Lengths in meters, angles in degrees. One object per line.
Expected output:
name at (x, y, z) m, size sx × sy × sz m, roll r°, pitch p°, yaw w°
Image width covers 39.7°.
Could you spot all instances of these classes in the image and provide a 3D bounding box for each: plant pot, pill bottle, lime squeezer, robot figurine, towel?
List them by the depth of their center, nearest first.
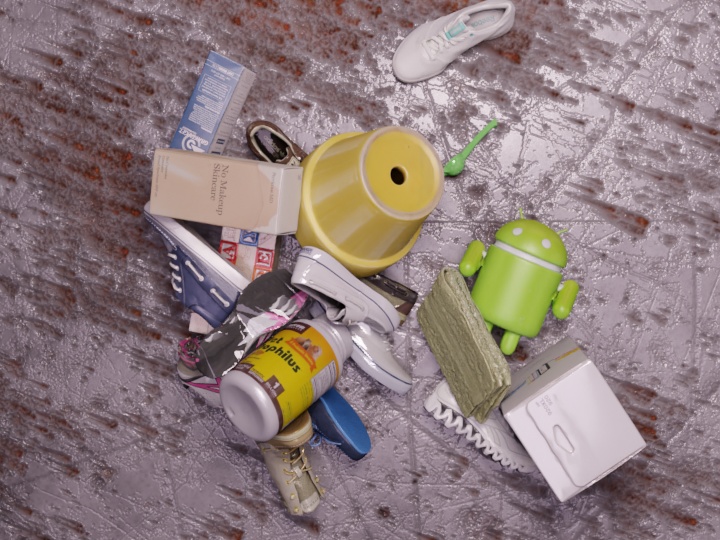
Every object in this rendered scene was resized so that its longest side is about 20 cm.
plant pot at (0.018, -0.108, 1.388) m, size 0.197 × 0.188 × 0.206 m, roll 6°, pitch 76°, yaw -22°
pill bottle at (-0.099, 0.144, 1.417) m, size 0.108 × 0.199 × 0.111 m, roll 24°, pitch 132°, yaw 30°
towel at (0.149, 0.110, 1.441) m, size 0.036 × 0.149 × 0.202 m, roll -17°, pitch 66°, yaw -25°
robot figurine at (0.229, 0.017, 1.457) m, size 0.173 × 0.116 × 0.203 m, roll 24°, pitch 96°, yaw 11°
lime squeezer at (0.113, -0.173, 1.489) m, size 0.196 × 0.038 × 0.072 m, roll -11°, pitch 94°, yaw 6°

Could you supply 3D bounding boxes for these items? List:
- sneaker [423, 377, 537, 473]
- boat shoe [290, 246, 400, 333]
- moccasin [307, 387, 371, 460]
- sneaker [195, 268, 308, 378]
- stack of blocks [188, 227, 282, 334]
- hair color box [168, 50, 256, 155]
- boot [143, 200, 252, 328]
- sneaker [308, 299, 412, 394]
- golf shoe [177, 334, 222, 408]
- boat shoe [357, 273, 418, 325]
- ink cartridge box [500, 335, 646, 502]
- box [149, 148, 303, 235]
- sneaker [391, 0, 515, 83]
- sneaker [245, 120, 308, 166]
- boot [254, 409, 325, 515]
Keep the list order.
sneaker at (0.193, 0.232, 1.505) m, size 0.198 × 0.075 × 0.082 m, roll 35°, pitch 88°, yaw 0°
boat shoe at (-0.025, 0.045, 1.417) m, size 0.199 × 0.073 × 0.066 m, roll 37°, pitch 66°, yaw -28°
moccasin at (-0.064, 0.214, 1.525) m, size 0.068 × 0.080 × 0.201 m, roll -47°, pitch 73°, yaw 21°
sneaker at (-0.162, 0.078, 1.454) m, size 0.199 × 0.086 × 0.081 m, roll -39°, pitch 83°, yaw -13°
stack of blocks at (-0.186, -0.001, 1.515) m, size 0.113 × 0.059 × 0.205 m, roll 10°, pitch 96°, yaw 4°
hair color box at (-0.228, -0.216, 1.479) m, size 0.060 × 0.100 × 0.203 m, roll 25°, pitch 96°, yaw 2°
boot at (-0.256, -0.007, 1.453) m, size 0.199 × 0.073 × 0.091 m, roll 40°, pitch 92°, yaw 0°
sneaker at (0.012, 0.101, 1.502) m, size 0.200 × 0.073 × 0.071 m, roll 43°, pitch 100°, yaw 0°
golf shoe at (-0.190, 0.171, 1.516) m, size 0.197 × 0.073 × 0.094 m, roll 21°, pitch 125°, yaw 22°
boat shoe at (0.000, 0.000, 1.500) m, size 0.199 × 0.073 × 0.065 m, roll 39°, pitch 92°, yaw -9°
ink cartridge box at (0.294, 0.206, 1.426) m, size 0.144 × 0.200 × 0.148 m, roll -35°, pitch 92°, yaw 7°
box at (-0.184, -0.110, 1.374) m, size 0.196 × 0.078 × 0.097 m, roll 9°, pitch 98°, yaw 18°
sneaker at (0.132, -0.342, 1.447) m, size 0.197 × 0.089 × 0.076 m, roll -29°, pitch 94°, yaw 7°
sneaker at (-0.096, -0.146, 1.487) m, size 0.199 × 0.076 × 0.071 m, roll 39°, pitch 97°, yaw 1°
boot at (-0.096, 0.284, 1.474) m, size 0.071 × 0.199 × 0.157 m, roll -25°, pitch 95°, yaw -24°
